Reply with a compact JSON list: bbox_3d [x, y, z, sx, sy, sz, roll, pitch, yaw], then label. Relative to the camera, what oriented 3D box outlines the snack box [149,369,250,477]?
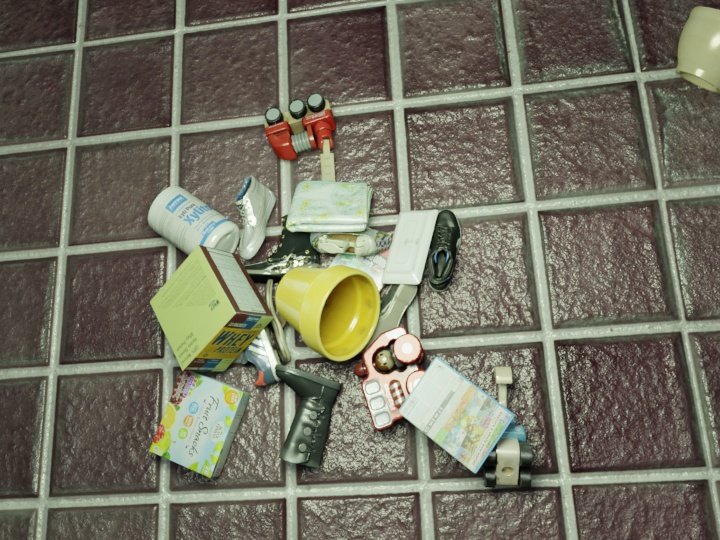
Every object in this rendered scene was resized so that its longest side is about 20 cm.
[{"bbox_3d":[-0.372,0.353,1.441,0.166,0.068,0.203,19,80,12],"label":"snack box"}]

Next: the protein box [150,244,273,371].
[{"bbox_3d":[-0.344,0.091,1.422,0.199,0.134,0.201,-45,63,18],"label":"protein box"}]

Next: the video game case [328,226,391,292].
[{"bbox_3d":[0.000,0.000,1.503,0.142,0.017,0.202,32,83,14],"label":"video game case"}]

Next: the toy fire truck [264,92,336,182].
[{"bbox_3d":[-0.137,-0.313,1.561,0.173,0.129,0.203,-17,64,4],"label":"toy fire truck"}]

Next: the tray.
[{"bbox_3d":[0.113,-0.062,1.461,0.106,0.022,0.203,1,62,31],"label":"tray"}]

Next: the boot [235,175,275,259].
[{"bbox_3d":[-0.277,-0.133,1.510,0.073,0.095,0.203,-13,52,35],"label":"boot"}]

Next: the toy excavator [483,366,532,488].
[{"bbox_3d":[0.309,0.338,1.338,0.098,0.201,0.197,-2,120,7],"label":"toy excavator"}]

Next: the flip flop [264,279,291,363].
[{"bbox_3d":[-0.189,0.119,1.474,0.057,0.081,0.203,-15,75,-14],"label":"flip flop"}]

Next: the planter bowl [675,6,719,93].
[{"bbox_3d":[0.826,-0.501,1.438,0.199,0.200,0.136,34,109,14],"label":"planter bowl"}]

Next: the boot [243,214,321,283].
[{"bbox_3d":[-0.197,-0.054,1.518,0.200,0.074,0.157,-4,73,2],"label":"boot"}]

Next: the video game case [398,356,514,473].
[{"bbox_3d":[0.197,0.297,1.279,0.199,0.018,0.144,35,83,17],"label":"video game case"}]

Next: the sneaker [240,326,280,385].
[{"bbox_3d":[-0.253,0.177,1.464,0.083,0.075,0.203,-21,74,-3],"label":"sneaker"}]

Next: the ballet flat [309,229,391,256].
[{"bbox_3d":[-0.024,-0.061,1.465,0.196,0.072,0.073,5,76,0],"label":"ballet flat"}]

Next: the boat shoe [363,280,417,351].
[{"bbox_3d":[0.063,0.103,1.456,0.067,0.057,0.201,36,86,-21],"label":"boat shoe"}]

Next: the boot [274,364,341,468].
[{"bbox_3d":[-0.145,0.331,1.399,0.162,0.066,0.203,19,81,-8],"label":"boot"}]

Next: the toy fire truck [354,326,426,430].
[{"bbox_3d":[0.075,0.237,1.384,0.166,0.112,0.203,-21,73,3],"label":"toy fire truck"}]

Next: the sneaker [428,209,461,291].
[{"bbox_3d":[0.199,-0.059,1.441,0.072,0.112,0.204,5,77,8],"label":"sneaker"}]

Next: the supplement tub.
[{"bbox_3d":[-0.410,-0.105,1.529,0.198,0.132,0.133,33,82,13],"label":"supplement tub"}]

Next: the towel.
[{"bbox_3d":[-0.071,-0.157,1.489,0.196,0.049,0.172,0,37,6],"label":"towel"}]

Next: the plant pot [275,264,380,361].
[{"bbox_3d":[-0.087,0.077,1.389,0.187,0.200,0.203,18,77,40],"label":"plant pot"}]
